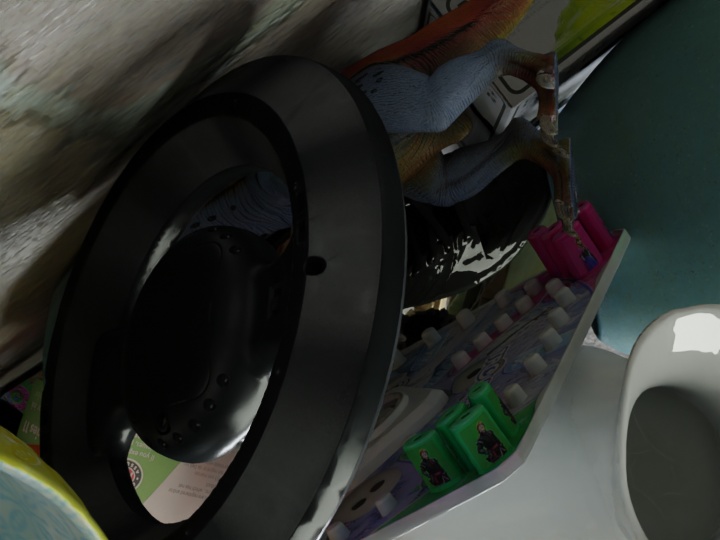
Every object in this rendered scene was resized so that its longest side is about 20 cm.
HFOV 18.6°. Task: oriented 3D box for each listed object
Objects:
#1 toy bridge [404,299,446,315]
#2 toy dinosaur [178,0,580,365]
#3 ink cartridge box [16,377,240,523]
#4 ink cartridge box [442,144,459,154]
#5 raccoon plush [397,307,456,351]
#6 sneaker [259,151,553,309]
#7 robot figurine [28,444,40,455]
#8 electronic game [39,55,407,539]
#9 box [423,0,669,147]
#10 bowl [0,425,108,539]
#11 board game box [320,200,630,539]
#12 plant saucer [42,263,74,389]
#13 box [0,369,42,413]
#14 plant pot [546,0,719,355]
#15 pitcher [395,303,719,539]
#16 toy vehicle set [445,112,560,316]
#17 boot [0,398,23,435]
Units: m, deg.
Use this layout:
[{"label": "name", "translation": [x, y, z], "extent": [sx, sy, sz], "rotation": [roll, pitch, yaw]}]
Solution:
[{"label": "toy bridge", "translation": [0.026, -0.017, 1.196], "extent": [0.067, 0.027, 0.200], "rotation": [-45, 150, -19]}, {"label": "toy dinosaur", "translation": [-0.009, -0.035, 0.841], "extent": [0.180, 0.201, 0.105], "rotation": [-5, 148, 11]}, {"label": "ink cartridge box", "translation": [-0.123, 0.163, 1.029], "extent": [0.067, 0.117, 0.201], "rotation": [18, -90, 52]}, {"label": "ink cartridge box", "translation": [0.103, -0.053, 1.232], "extent": [0.084, 0.146, 0.200], "rotation": [-37, 175, -21]}, {"label": "raccoon plush", "translation": [-0.039, 0.065, 1.104], "extent": [0.097, 0.133, 0.201], "rotation": [102, 12, -75]}, {"label": "sneaker", "translation": [-0.001, -0.003, 0.962], "extent": [0.199, 0.060, 0.104], "rotation": [-26, 176, -3]}, {"label": "robot figurine", "translation": [-0.168, 0.123, 0.867], "extent": [0.199, 0.145, 0.116], "rotation": [9, 143, -44]}, {"label": "electronic game", "translation": [-0.050, 0.025, 0.732], "extent": [0.041, 0.201, 0.200], "rotation": [18, 138, -33]}, {"label": "box", "translation": [0.088, -0.115, 1.025], "extent": [0.116, 0.060, 0.200], "rotation": [-37, 176, -5]}, {"label": "bowl", "translation": [-0.181, 0.106, 0.697], "extent": [0.200, 0.200, 0.108], "rotation": [-37, -141, -1]}, {"label": "board game box", "translation": [0.000, 0.061, 0.854], "extent": [0.199, 0.026, 0.200], "rotation": [-31, -169, 29]}, {"label": "plant saucer", "translation": [-0.066, -0.018, 0.959], "extent": [0.200, 0.036, 0.200], "rotation": [-38, 175, -4]}, {"label": "box", "translation": [-0.125, 0.154, 1.200], "extent": [0.122, 0.201, 0.193], "rotation": [-34, 176, -37]}, {"label": "plant pot", "translation": [0.156, -0.031, 0.956], "extent": [0.134, 0.202, 0.200], "rotation": [-16, 176, 1]}, {"label": "pitcher", "translation": [0.096, 0.109, 0.867], "extent": [0.121, 0.173, 0.200], "rotation": [-14, 178, -28]}, {"label": "toy vehicle set", "translation": [0.070, 0.015, 1.120], "extent": [0.200, 0.026, 0.125], "rotation": [118, -10, -68]}, {"label": "boot", "translation": [-0.239, 0.131, 1.010], "extent": [0.132, 0.070, 0.200], "rotation": [-44, -176, 35]}]
